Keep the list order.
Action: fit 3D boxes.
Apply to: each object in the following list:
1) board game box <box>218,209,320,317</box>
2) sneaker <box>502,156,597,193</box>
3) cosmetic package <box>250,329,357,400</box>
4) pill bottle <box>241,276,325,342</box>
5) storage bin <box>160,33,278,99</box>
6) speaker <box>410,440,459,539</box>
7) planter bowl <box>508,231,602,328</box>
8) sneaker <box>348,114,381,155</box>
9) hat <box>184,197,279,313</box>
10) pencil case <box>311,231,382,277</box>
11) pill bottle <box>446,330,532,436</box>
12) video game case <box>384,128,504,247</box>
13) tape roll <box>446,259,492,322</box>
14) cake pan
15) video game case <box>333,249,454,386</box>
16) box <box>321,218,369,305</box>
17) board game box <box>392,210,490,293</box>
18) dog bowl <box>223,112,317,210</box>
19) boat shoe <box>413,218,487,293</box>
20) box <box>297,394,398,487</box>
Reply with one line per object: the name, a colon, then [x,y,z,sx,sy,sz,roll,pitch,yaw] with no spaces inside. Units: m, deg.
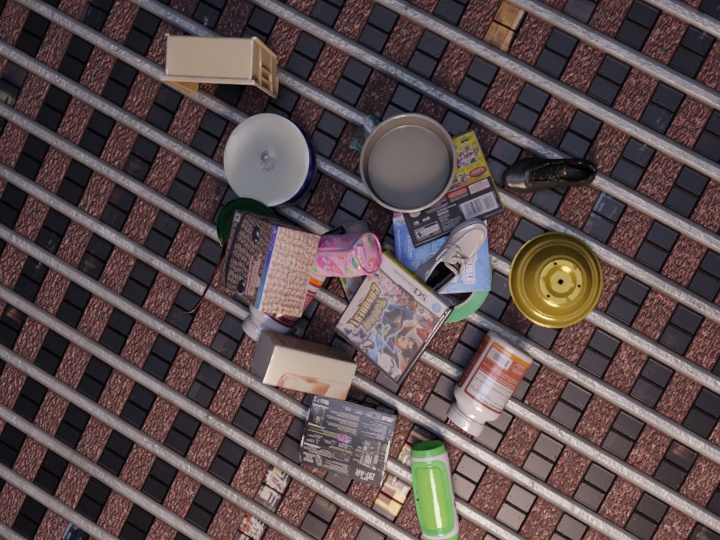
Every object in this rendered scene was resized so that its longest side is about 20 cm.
board game box: [-0.184,-0.018,1.377,0.095,0.199,0.163,11,96,-36]
sneaker: [0.392,-0.204,1.441,0.195,0.091,0.078,-7,93,9]
cosmetic package: [-0.120,0.200,1.471,0.196,0.103,0.089,18,97,-27]
pill bottle: [-0.170,0.060,1.514,0.112,0.113,0.202,35,96,5]
storage bin: [-0.288,-0.424,1.471,0.195,0.198,0.096,4,94,8]
speaker: [0.159,0.476,1.497,0.086,0.088,0.205,-9,91,8]
planter bowl: [0.410,0.021,1.448,0.195,0.083,0.206,0,91,7]
sneaker: [0.048,-0.231,1.506,0.091,0.077,0.202,-36,83,24]
hat: [-0.263,-0.025,1.467,0.162,0.177,0.204,12,124,11]
pencil case: [-0.050,-0.031,1.375,0.197,0.086,0.090,1,92,41]
pill bottle: [0.265,0.238,1.461,0.111,0.112,0.203,32,96,5]
video game case: [0.170,-0.168,1.420,0.196,0.026,0.185,-21,79,5]
tape roll: [0.183,0.008,1.496,0.195,0.048,0.206,0,90,7]
cake pan: [0.096,-0.214,1.406,0.195,0.037,0.206,-1,82,9]
video game case: [0.062,0.095,1.383,0.180,0.025,0.202,39,113,15]
box: [0.000,0.000,1.484,0.059,0.116,0.204,-21,90,26]
board game box: [0.168,-0.054,1.451,0.194,0.043,0.206,-4,90,7]
dog bowl: [-0.196,-0.237,1.525,0.195,0.079,0.206,0,92,7]
boat shoe: [0.179,-0.018,1.383,0.199,0.066,0.072,-40,116,8]
box: [-0.027,0.367,1.539,0.195,0.044,0.164,13,94,7]
